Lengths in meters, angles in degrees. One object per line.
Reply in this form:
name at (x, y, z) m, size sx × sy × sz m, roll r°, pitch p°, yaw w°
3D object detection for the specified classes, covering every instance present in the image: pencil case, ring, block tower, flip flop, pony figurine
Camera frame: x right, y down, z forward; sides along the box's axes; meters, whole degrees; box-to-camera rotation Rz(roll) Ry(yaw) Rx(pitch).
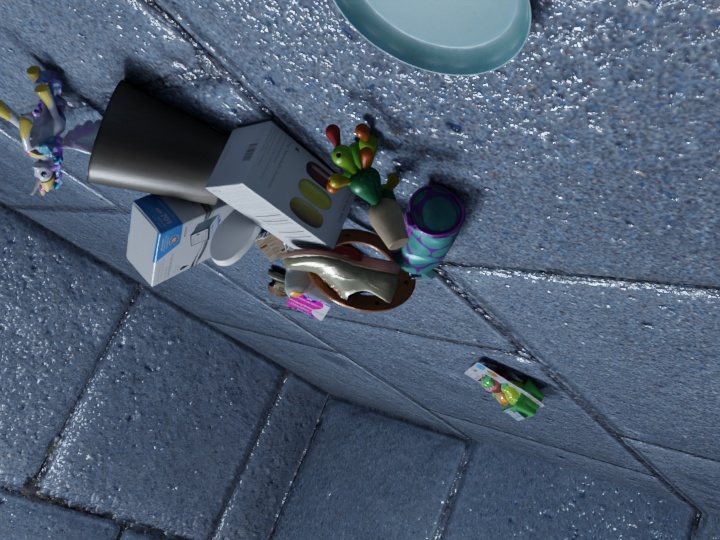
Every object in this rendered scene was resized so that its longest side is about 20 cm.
pencil case at (0.098, -0.056, 1.042) m, size 0.091 × 0.086 × 0.200 m, roll -11°, pitch 164°, yaw -8°
ring at (0.000, 0.000, 1.187) m, size 0.199 × 0.201 × 0.019 m, roll 23°, pitch 132°, yaw 3°
block tower at (-0.193, -0.079, 1.378) m, size 0.054 × 0.057 × 0.200 m, roll 62°, pitch -179°, yaw 19°
flip flop at (-0.221, 0.046, 1.845) m, size 0.080 × 0.058 × 0.200 m, roll 24°, pitch 163°, yaw -1°
pony figurine at (-0.556, -0.256, 1.219) m, size 0.165 × 0.194 × 0.201 m, roll 17°, pitch 143°, yaw 11°

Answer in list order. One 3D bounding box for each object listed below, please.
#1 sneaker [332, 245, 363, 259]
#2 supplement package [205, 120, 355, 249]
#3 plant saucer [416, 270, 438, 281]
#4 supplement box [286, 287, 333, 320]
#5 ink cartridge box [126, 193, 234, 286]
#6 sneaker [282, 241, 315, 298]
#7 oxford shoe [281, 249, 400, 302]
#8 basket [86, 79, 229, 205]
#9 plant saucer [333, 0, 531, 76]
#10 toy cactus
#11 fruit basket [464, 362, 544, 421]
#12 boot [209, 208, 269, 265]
sneaker at (-0.099, -0.038, 1.393) m, size 0.199 × 0.079 × 0.115 m, roll 32°, pitch 160°, yaw -21°
supplement package at (-0.121, -0.128, 1.080) m, size 0.109 × 0.115 × 0.199 m, roll 3°, pitch 155°, yaw 48°
plant saucer at (0.076, 0.005, 1.382) m, size 0.070 × 0.019 × 0.200 m, roll 31°, pitch 163°, yaw -22°
supplement box at (-0.105, 0.038, 1.588) m, size 0.100 × 0.104 × 0.200 m, roll 24°, pitch 165°, yaw -2°
ink cartridge box at (-0.303, -0.082, 1.204) m, size 0.086 × 0.199 × 0.147 m, roll 45°, pitch 139°, yaw 17°
sneaker at (-0.117, -0.042, 1.221) m, size 0.075 × 0.201 × 0.092 m, roll -21°, pitch 131°, yaw 27°
oxford shoe at (-0.037, 0.008, 1.101) m, size 0.198 × 0.075 × 0.071 m, roll 9°, pitch 179°, yaw 14°
basket at (-0.314, -0.190, 1.100) m, size 0.198 × 0.182 × 0.136 m, roll 19°, pitch 154°, yaw -15°
plant saucer at (0.060, -0.252, 0.608) m, size 0.198 × 0.028 × 0.200 m, roll 22°, pitch 164°, yaw 7°
toy cactus at (0.010, -0.103, 0.925) m, size 0.166 × 0.102 × 0.200 m, roll 65°, pitch -177°, yaw 19°
fruit basket at (0.372, 0.316, 1.791) m, size 0.199 × 0.094 × 0.185 m, roll 26°, pitch 164°, yaw 5°
boot at (-0.184, -0.072, 1.168) m, size 0.072 × 0.201 × 0.091 m, roll 14°, pitch 149°, yaw 21°
